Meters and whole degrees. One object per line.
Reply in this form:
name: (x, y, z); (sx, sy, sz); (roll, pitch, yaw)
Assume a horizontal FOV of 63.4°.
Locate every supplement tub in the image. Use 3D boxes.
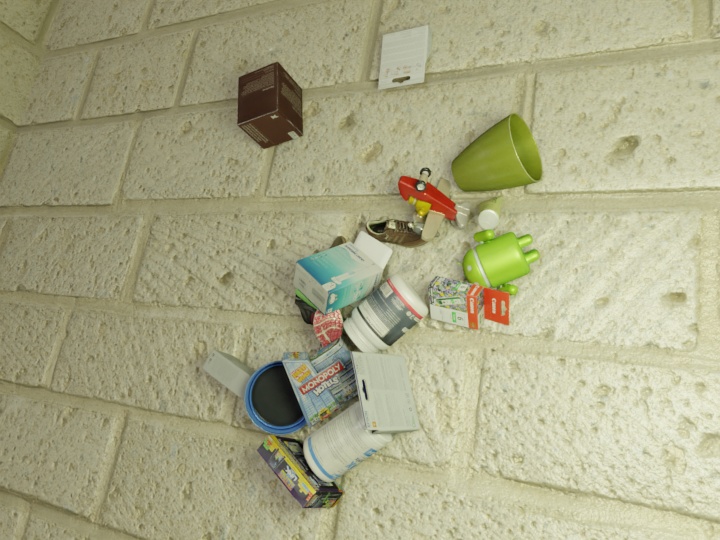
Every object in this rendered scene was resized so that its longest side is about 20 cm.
supplement tub: (-0.035, 0.435, 1.491); (0.200, 0.132, 0.132); (-37, 60, 11)
supplement tub: (0.067, 0.120, 1.548); (0.200, 0.140, 0.141); (-42, 59, 8)

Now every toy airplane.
toy airplane: (0.200, -0.168, 1.587); (0.141, 0.199, 0.200); (-43, 63, 44)

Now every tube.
tube: (0.332, -0.158, 1.506); (0.058, 0.200, 0.052); (21, 114, 7)

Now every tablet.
tablet: (0.000, 0.000, 1.680); (0.130, 0.014, 0.201); (34, 100, 32)

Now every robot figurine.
robot figurine: (0.347, -0.023, 1.471); (0.199, 0.116, 0.176); (-23, 94, 17)

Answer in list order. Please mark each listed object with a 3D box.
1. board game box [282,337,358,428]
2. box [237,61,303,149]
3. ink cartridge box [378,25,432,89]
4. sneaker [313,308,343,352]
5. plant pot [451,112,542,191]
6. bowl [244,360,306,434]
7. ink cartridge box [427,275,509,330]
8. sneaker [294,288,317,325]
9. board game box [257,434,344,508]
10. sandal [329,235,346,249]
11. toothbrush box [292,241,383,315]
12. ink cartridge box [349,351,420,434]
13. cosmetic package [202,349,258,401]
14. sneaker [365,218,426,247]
board game box: (-0.109, 0.278, 1.541); (0.199, 0.200, 0.062); (-33, 15, 3)
box: (-0.303, -0.555, 1.968); (0.163, 0.166, 0.201); (-12, 66, 22)
ink cartridge box: (0.142, -0.670, 1.859); (0.161, 0.057, 0.202); (-1, 80, 26)
sneaker: (-0.085, 0.180, 1.592); (0.080, 0.075, 0.202); (-7, 103, -5)
plant pot: (0.350, -0.287, 1.548); (0.199, 0.187, 0.188); (-20, 63, 36)
bowl: (-0.219, 0.349, 1.615); (0.199, 0.039, 0.202); (0, 88, -5)
ink cartridge box: (0.272, 0.089, 1.471); (0.199, 0.110, 0.050); (13, 40, 31)
sneaker: (-0.120, 0.128, 1.692); (0.200, 0.076, 0.084); (48, 135, 23)
board game box: (-0.152, 0.518, 1.500); (0.200, 0.165, 0.057); (40, 92, 33)
sandal: (-0.107, -0.017, 1.729); (0.201, 0.054, 0.080); (-54, 41, 3)
toothbrush box: (-0.061, 0.017, 1.584); (0.146, 0.199, 0.086); (40, 135, 29)
ink cartridge box: (0.052, 0.305, 1.456); (0.041, 0.199, 0.201); (-32, 58, 37)
cosmetic package: (-0.361, 0.315, 1.720); (0.199, 0.102, 0.074); (28, 86, 33)
sneaker: (0.106, -0.110, 1.650); (0.199, 0.075, 0.071); (1, 72, 28)
